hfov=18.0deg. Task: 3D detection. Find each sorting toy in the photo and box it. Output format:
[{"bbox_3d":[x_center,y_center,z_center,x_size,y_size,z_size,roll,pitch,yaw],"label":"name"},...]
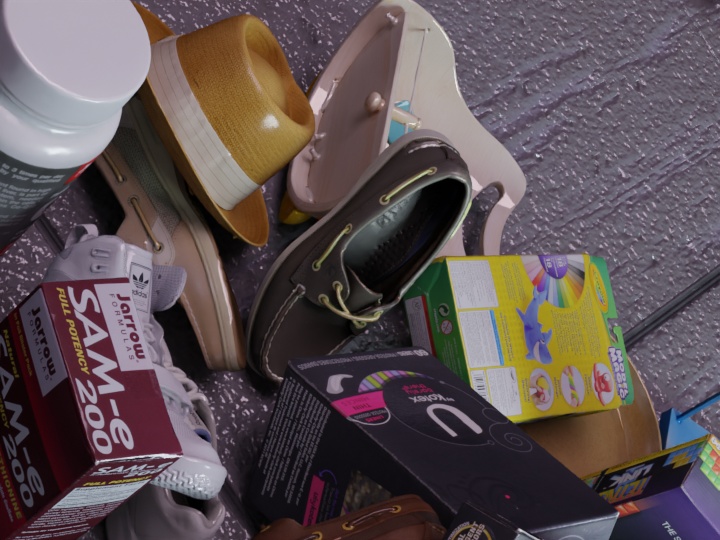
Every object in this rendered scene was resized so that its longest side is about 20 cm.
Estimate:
[{"bbox_3d":[0.046,-0.061,1.628,0.180,0.107,0.200,32,47,-25],"label":"sorting toy"}]

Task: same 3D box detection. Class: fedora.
[{"bbox_3d":[-0.084,-0.111,1.503,0.201,0.082,0.201,60,9,-17],"label":"fedora"}]

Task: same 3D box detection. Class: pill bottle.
[{"bbox_3d":[-0.214,-0.091,1.364,0.114,0.200,0.114,20,52,-28],"label":"pill bottle"}]

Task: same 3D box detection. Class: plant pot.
[{"bbox_3d":[0.132,0.104,1.638,0.200,0.027,0.200,19,52,-27],"label":"plant pot"}]

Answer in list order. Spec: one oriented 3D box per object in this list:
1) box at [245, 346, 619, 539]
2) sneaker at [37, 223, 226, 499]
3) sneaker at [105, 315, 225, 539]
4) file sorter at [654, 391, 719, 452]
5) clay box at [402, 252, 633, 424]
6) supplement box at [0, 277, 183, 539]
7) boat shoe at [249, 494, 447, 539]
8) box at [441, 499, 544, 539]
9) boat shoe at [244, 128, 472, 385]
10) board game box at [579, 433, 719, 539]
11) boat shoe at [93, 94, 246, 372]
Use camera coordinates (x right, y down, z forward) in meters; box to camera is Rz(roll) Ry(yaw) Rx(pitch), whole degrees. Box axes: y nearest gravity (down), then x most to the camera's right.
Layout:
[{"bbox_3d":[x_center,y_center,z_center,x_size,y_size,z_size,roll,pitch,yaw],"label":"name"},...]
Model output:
[{"bbox_3d":[0.041,0.144,1.417,0.122,0.106,0.200,-6,34,-43],"label":"box"},{"bbox_3d":[-0.136,0.049,1.334,0.200,0.115,0.075,29,2,40],"label":"sneaker"},{"bbox_3d":[-0.123,0.090,1.401,0.074,0.087,0.200,-2,63,-38],"label":"sneaker"},{"bbox_3d":[0.323,0.186,1.662,0.200,0.123,0.139,35,47,-21],"label":"file sorter"},{"bbox_3d":[0.112,0.048,1.573,0.200,0.048,0.115,0,77,-52],"label":"clay box"},{"bbox_3d":[-0.184,0.096,1.267,0.061,0.200,0.109,-3,65,-40],"label":"supplement box"},{"bbox_3d":[-0.043,0.181,1.305,0.200,0.072,0.068,-15,53,-4],"label":"boat shoe"},{"bbox_3d":[0.085,0.234,1.315,0.200,0.049,0.161,31,85,-52],"label":"box"},{"bbox_3d":[-0.002,-0.002,1.483,0.072,0.202,0.060,35,11,-27],"label":"boat shoe"},{"bbox_3d":[0.226,0.216,1.520,0.200,0.165,0.057,49,51,-13],"label":"board game box"},{"bbox_3d":[-0.130,-0.018,1.488,0.065,0.072,0.200,-22,75,-4],"label":"boat shoe"}]
